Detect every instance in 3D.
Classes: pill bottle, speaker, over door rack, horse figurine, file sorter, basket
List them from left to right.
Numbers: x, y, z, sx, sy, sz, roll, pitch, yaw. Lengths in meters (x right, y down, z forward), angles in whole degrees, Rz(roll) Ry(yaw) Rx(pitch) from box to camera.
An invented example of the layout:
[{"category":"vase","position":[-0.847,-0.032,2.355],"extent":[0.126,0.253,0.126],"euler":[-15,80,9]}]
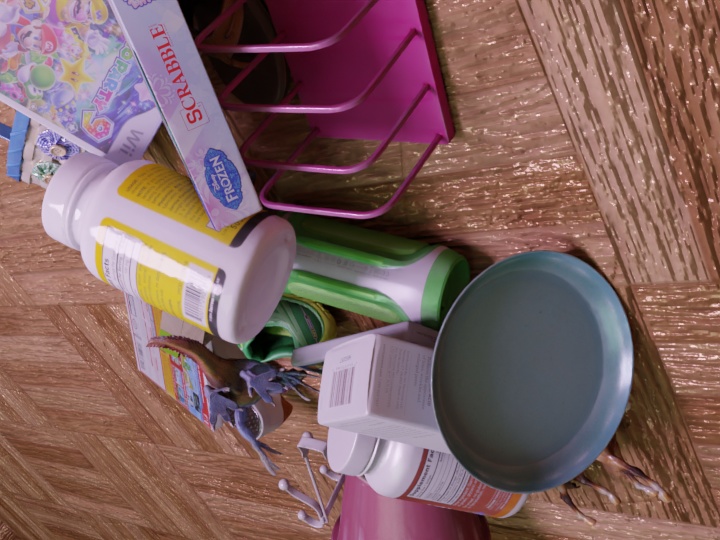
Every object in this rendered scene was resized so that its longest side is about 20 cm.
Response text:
[{"category":"basket","position":[-0.307,-0.170,0.821],"extent":[0.199,0.140,0.177],"euler":[30,144,-6]},{"category":"pill bottle","position":[-0.163,-0.027,0.714],"extent":[0.198,0.112,0.112],"euler":[24,142,13]},{"category":"file sorter","position":[-0.034,-0.153,0.630],"extent":[0.138,0.126,0.201],"euler":[8,136,31]},{"category":"over door rack","position":[-0.039,0.193,0.999],"extent":[0.066,0.148,0.201],"euler":[18,141,13]},{"category":"speaker","position":[0.000,0.000,0.806],"extent":[0.198,0.089,0.089],"euler":[15,139,26]},{"category":"pill bottle","position":[0.072,0.181,0.866],"extent":[0.198,0.113,0.112],"euler":[16,148,-18]},{"category":"horse figurine","position":[0.227,0.188,0.855],"extent":[0.133,0.050,0.200],"euler":[47,150,6]}]

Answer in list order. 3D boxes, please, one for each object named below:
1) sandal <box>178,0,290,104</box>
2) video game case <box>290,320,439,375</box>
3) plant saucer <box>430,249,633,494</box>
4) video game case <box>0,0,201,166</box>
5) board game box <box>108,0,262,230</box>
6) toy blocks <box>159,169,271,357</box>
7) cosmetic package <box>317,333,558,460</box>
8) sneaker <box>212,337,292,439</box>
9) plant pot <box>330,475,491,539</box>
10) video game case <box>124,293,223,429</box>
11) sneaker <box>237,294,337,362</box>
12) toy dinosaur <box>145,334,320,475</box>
[{"category":"sandal","position":[-0.118,-0.217,0.686],"extent":[0.080,0.054,0.201],"euler":[8,134,29]},{"category":"video game case","position":[0.056,0.098,0.844],"extent":[0.181,0.022,0.199],"euler":[21,158,-30]},{"category":"plant saucer","position":[0.142,0.083,0.707],"extent":[0.201,0.200,0.027],"euler":[50,165,-19]},{"category":"video game case","position":[-0.251,-0.195,0.726],"extent":[0.199,0.144,0.018],"euler":[30,-173,-20]},{"category":"board game box","position":[-0.147,-0.157,0.638],"extent":[0.200,0.041,0.201],"euler":[-129,16,-59]},{"category":"toy blocks","position":[-0.135,-0.022,0.855],"extent":[0.099,0.137,0.202],"euler":[25,124,12]},{"category":"cosmetic package","position":[0.072,0.119,0.757],"extent":[0.198,0.075,0.101],"euler":[16,160,-24]},{"category":"sneaker","position":[-0.165,0.127,1.099],"extent":[0.201,0.084,0.073],"euler":[51,126,17]},{"category":"plant pot","position":[0.056,0.286,1.003],"extent":[0.198,0.200,0.181],"euler":[11,122,30]},{"category":"video game case","position":[-0.244,0.103,1.090],"extent":[0.199,0.017,0.145],"euler":[25,127,44]},{"category":"sneaker","position":[-0.124,0.055,0.967],"extent":[0.198,0.084,0.075],"euler":[13,139,29]},{"category":"toy dinosaur","position":[-0.110,0.107,0.873],"extent":[0.201,0.105,0.181],"euler":[52,177,-8]}]
